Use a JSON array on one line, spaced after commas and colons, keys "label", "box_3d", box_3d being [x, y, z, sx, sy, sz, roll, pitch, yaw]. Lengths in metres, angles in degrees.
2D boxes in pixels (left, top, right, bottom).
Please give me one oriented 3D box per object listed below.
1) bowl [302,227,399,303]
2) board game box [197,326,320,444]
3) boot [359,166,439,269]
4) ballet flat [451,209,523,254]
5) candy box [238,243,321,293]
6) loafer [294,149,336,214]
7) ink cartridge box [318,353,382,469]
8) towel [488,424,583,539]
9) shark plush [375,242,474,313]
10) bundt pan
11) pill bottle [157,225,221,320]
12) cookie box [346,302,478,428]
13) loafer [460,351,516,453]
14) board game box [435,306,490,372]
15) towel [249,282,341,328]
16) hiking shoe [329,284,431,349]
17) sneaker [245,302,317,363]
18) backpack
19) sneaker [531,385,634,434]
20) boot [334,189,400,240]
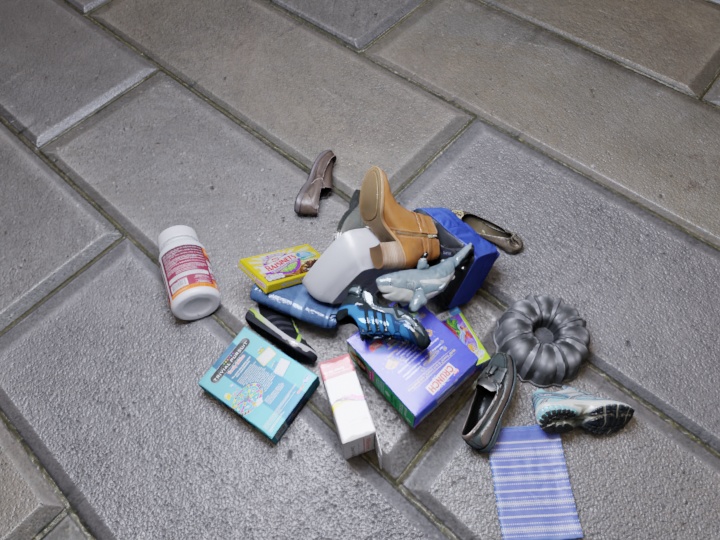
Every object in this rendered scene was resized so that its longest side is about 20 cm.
[{"label": "bowl", "box_3d": [0.000, 0.000, 1.131, 0.199, 0.200, 0.075, -6, 59, -46]}, {"label": "board game box", "box_3d": [-0.206, 0.231, 1.109, 0.199, 0.047, 0.151, 30, 65, 20]}, {"label": "boot", "box_3d": [0.081, -0.103, 1.061, 0.153, 0.073, 0.203, -8, 95, -34]}, {"label": "ballet flat", "box_3d": [0.292, -0.100, 1.283, 0.199, 0.047, 0.068, 29, 64, 19]}, {"label": "candy box", "box_3d": [-0.161, -0.009, 1.202, 0.102, 0.027, 0.199, 36, 34, 29]}, {"label": "loafer", "box_3d": [-0.100, -0.216, 1.370, 0.070, 0.073, 0.202, 22, 67, 4]}, {"label": "ink cartridge box", "box_3d": [-0.019, 0.277, 1.029, 0.067, 0.117, 0.201, -17, 58, -8]}, {"label": "towel", "box_3d": [0.317, 0.388, 0.997, 0.143, 0.024, 0.202, -4, 59, 2]}, {"label": "shark plush", "box_3d": [0.131, 0.006, 1.021, 0.199, 0.091, 0.084, -28, 99, 5]}, {"label": "bundt pan", "box_3d": [0.379, 0.133, 1.119, 0.199, 0.076, 0.204, -2, 58, 3]}, {"label": "pill bottle", "box_3d": [-0.392, 0.002, 1.223, 0.109, 0.110, 0.201, -21, 60, -10]}, {"label": "cookie box", "box_3d": [0.099, 0.170, 1.058, 0.171, 0.076, 0.200, -36, 62, -17]}, {"label": "loafer", "box_3d": [0.247, 0.245, 1.045, 0.063, 0.072, 0.202, 32, 65, -24]}, {"label": "board game box", "box_3d": [0.148, 0.177, 1.123, 0.198, 0.045, 0.135, -24, 60, -11]}, {"label": "towel", "box_3d": [-0.133, 0.066, 1.171, 0.198, 0.049, 0.112, 21, 26, 5]}, {"label": "hiking shoe", "box_3d": [0.041, 0.108, 1.022, 0.199, 0.075, 0.087, 27, 71, 32]}, {"label": "sneaker", "box_3d": [-0.160, 0.118, 1.161, 0.199, 0.072, 0.083, 32, 64, 20]}, {"label": "backpack", "box_3d": [0.185, -0.038, 1.187, 0.167, 0.164, 0.200, -9, 43, -49]}, {"label": "sneaker", "box_3d": [0.426, 0.257, 1.041, 0.197, 0.078, 0.087, 5, 30, -8]}, {"label": "boot", "box_3d": [0.020, -0.102, 1.293, 0.129, 0.068, 0.201, 19, 63, 8]}]
